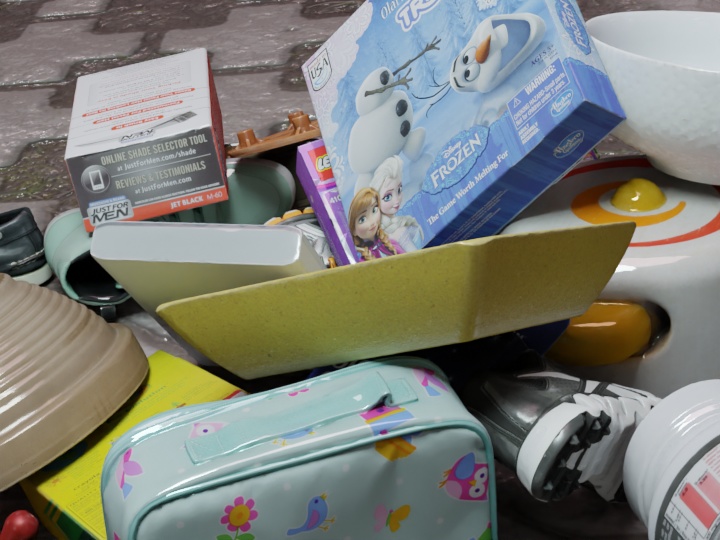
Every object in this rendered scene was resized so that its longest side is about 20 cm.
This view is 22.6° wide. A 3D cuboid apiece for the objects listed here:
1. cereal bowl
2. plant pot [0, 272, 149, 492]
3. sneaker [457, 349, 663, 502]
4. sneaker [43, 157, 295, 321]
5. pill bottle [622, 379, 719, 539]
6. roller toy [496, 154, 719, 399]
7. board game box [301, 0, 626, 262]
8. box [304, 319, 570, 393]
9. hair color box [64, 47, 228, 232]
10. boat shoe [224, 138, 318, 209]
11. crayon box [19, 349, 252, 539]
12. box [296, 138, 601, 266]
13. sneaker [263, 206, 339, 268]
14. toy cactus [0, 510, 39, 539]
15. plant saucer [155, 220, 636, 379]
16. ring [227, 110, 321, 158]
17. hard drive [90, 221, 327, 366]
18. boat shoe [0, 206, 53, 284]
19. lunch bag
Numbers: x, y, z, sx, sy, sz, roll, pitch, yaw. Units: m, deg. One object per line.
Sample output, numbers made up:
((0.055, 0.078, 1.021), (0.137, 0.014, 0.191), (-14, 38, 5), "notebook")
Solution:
((0.232, -0.105, 1.135), (0.198, 0.084, 0.200), (2, 19, -1), "cereal bowl")
((-0.236, 0.066, 1.089), (0.200, 0.093, 0.201), (-27, 14, 7), "plant pot")
((0.112, 0.081, 0.995), (0.090, 0.067, 0.200), (34, 10, 27), "sneaker")
((-0.135, -0.021, 1.352), (0.199, 0.074, 0.118), (-17, 23, -7), "sneaker")
((0.211, 0.139, 0.885), (0.115, 0.117, 0.200), (-12, 26, -13), "pill bottle")
((0.175, 0.009, 1.139), (0.198, 0.141, 0.182), (-15, 26, -17), "roller toy")
((0.057, -0.115, 1.150), (0.043, 0.200, 0.200), (19, 42, -39), "board game box")
((0.020, 0.075, 1.049), (0.200, 0.032, 0.121), (-48, 38, -12), "box")
((-0.161, -0.103, 1.377), (0.110, 0.064, 0.200), (-13, 22, 0), "hair color box")
((-0.112, -0.065, 1.461), (0.198, 0.073, 0.068), (-4, 8, 6), "boat shoe")
((-0.118, 0.113, 1.035), (0.126, 0.051, 0.200), (-32, 22, -19), "crayon box")
((0.071, -0.052, 1.253), (0.198, 0.039, 0.138), (-19, 66, -13), "box")
((0.000, 0.000, 1.278), (0.198, 0.079, 0.077), (-12, 30, -15), "sneaker")
((-0.252, 0.176, 0.958), (0.199, 0.103, 0.165), (-30, 23, -26), "toy cactus")
((0.026, 0.018, 0.963), (0.199, 0.049, 0.199), (-11, -2, 32), "plant saucer")
((-0.005, -0.121, 1.349), (0.199, 0.019, 0.200), (-18, 7, 2), "ring")
((-0.074, 0.020, 1.147), (0.131, 0.200, 0.027), (2, 70, 15), "hard drive")
((-0.340, -0.020, 1.403), (0.197, 0.067, 0.075), (0, 26, 13), "boat shoe")
((-0.026, 0.129, 0.905), (0.198, 0.162, 0.077), (-14, 29, -15), "lunch bag")
